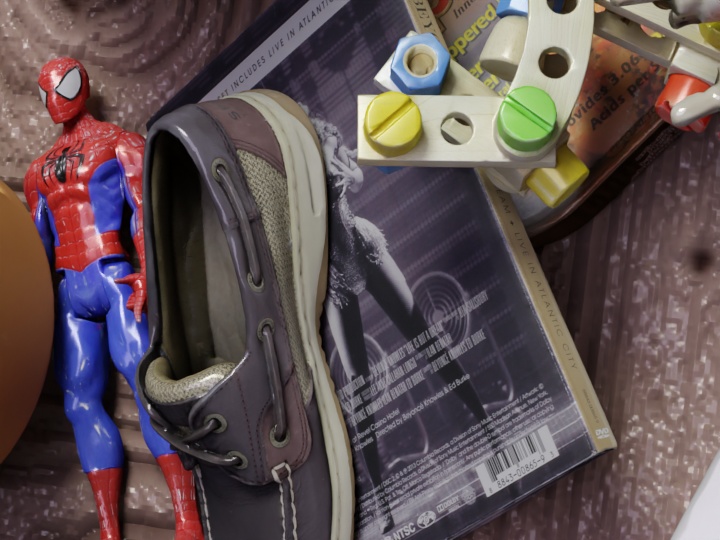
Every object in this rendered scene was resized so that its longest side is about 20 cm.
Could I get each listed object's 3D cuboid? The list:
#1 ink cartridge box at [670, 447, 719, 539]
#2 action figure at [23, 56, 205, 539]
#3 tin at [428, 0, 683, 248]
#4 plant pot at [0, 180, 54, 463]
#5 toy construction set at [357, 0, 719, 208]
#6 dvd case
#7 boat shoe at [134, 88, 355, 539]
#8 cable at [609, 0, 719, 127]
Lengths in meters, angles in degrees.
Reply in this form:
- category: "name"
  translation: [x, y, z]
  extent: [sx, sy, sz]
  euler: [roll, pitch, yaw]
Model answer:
- category: "ink cartridge box"
  translation: [0.178, 0.154, 0.686]
  extent: [0.199, 0.045, 0.177]
  euler: [29, 94, 23]
- category: "action figure"
  translation: [-0.099, 0.015, 0.819]
  extent: [0.065, 0.052, 0.202]
  euler: [-16, 76, 25]
- category: "tin"
  translation: [0.079, -0.093, 0.761]
  extent: [0.200, 0.042, 0.112]
  euler: [-44, 74, 13]
- category: "plant pot"
  translation: [-0.206, 0.015, 0.775]
  extent: [0.199, 0.140, 0.202]
  euler: [-7, 76, 31]
- category: "toy construction set"
  translation: [0.107, -0.049, 0.680]
  extent: [0.199, 0.092, 0.132]
  euler: [28, 78, -8]
- category: "dvd case"
  translation: [0.000, 0.000, 0.762]
  extent: [0.148, 0.016, 0.201]
  euler: [-36, 70, 43]
- category: "boat shoe"
  translation: [-0.047, 0.038, 0.757]
  extent: [0.072, 0.065, 0.202]
  euler: [5, 99, 45]
- category: "cable"
  translation: [0.171, -0.093, 0.616]
  extent: [0.199, 0.050, 0.098]
  euler: [-20, 79, 5]
